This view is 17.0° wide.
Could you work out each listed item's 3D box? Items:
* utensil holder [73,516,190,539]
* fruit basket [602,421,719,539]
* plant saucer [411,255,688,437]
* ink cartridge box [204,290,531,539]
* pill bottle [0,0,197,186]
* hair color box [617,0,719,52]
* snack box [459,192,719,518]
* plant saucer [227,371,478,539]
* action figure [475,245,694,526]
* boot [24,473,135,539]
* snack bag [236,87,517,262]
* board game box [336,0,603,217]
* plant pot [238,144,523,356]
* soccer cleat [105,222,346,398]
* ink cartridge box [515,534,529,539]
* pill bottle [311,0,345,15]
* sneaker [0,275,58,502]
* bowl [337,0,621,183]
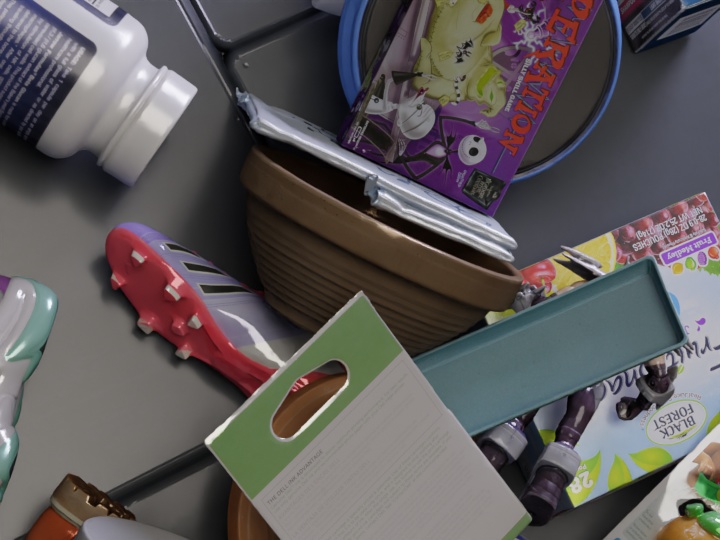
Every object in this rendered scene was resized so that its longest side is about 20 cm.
[{"bbox_3d":[-0.139,0.272,1.456,0.170,0.170,0.200,25,94,-9],"label":"utensil holder"},{"bbox_3d":[0.272,0.211,1.650,0.200,0.094,0.185,-44,91,4],"label":"fruit basket"},{"bbox_3d":[0.113,0.060,1.576,0.200,0.019,0.070,-24,61,8],"label":"plant saucer"},{"bbox_3d":[0.000,0.133,1.508,0.146,0.048,0.200,-44,109,-20],"label":"ink cartridge box"},{"bbox_3d":[-0.214,-0.145,1.615,0.200,0.111,0.111,35,68,-5],"label":"pill bottle"},{"bbox_3d":[0.203,-0.274,1.783,0.060,0.100,0.200,-21,82,-20],"label":"hair color box"},{"bbox_3d":[0.188,0.060,1.703,0.200,0.068,0.169,-22,83,-19],"label":"snack box"},{"bbox_3d":[0.007,0.167,1.607,0.200,0.032,0.200,1,87,-28],"label":"plant saucer"},{"bbox_3d":[0.142,0.071,1.618,0.130,0.069,0.200,33,71,5],"label":"action figure"},{"bbox_3d":[-0.141,0.231,1.564,0.200,0.075,0.107,37,88,-11],"label":"boot"},{"bbox_3d":[0.006,-0.065,1.629,0.200,0.189,0.021,26,97,-9],"label":"snack bag"},{"bbox_3d":[0.080,-0.150,1.616,0.120,0.032,0.200,24,98,-17],"label":"board game box"},{"bbox_3d":[0.000,0.000,1.595,0.201,0.201,0.093,25,97,-9],"label":"plant pot"},{"bbox_3d":[-0.087,0.032,1.635,0.200,0.067,0.076,41,52,-3],"label":"soccer cleat"},{"bbox_3d":[0.037,0.250,1.581,0.196,0.043,0.200,35,71,-25],"label":"ink cartridge box"},{"bbox_3d":[0.072,-0.199,1.716,0.200,0.112,0.113,17,71,-12],"label":"pill bottle"},{"bbox_3d":[-0.287,0.084,1.554,0.140,0.078,0.200,17,61,-10],"label":"sneaker"},{"bbox_3d":[0.085,-0.153,1.650,0.200,0.039,0.201,-2,103,-8],"label":"bowl"}]
